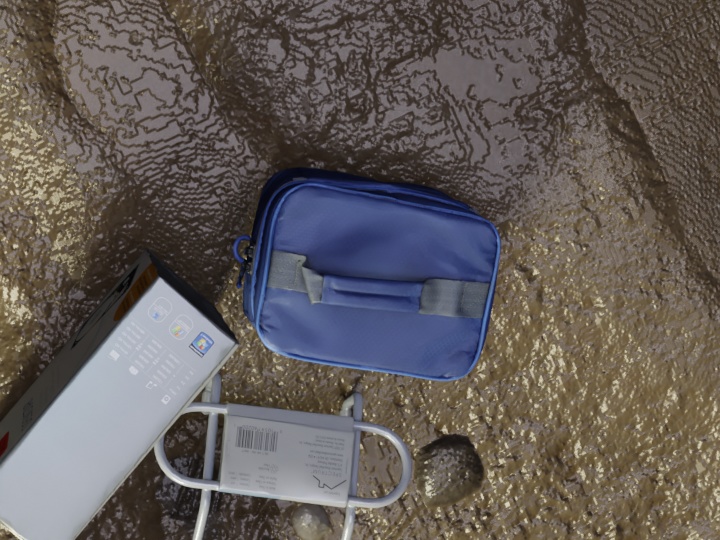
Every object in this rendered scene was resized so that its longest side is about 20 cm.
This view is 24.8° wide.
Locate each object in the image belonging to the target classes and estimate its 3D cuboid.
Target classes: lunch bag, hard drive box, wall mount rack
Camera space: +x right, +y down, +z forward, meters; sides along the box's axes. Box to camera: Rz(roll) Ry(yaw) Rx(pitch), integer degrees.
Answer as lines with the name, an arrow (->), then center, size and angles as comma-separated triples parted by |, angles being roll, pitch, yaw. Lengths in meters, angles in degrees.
lunch bag -> 0.000, 0.000, 1.223 | 0.198, 0.132, 0.138 | 8, 96, -13
hard drive box -> -0.186, 0.092, 1.187 | 0.077, 0.156, 0.200 | 40, 88, -13
wall mount rack -> -0.065, 0.173, 1.245 | 0.198, 0.075, 0.176 | 9, 73, -12
